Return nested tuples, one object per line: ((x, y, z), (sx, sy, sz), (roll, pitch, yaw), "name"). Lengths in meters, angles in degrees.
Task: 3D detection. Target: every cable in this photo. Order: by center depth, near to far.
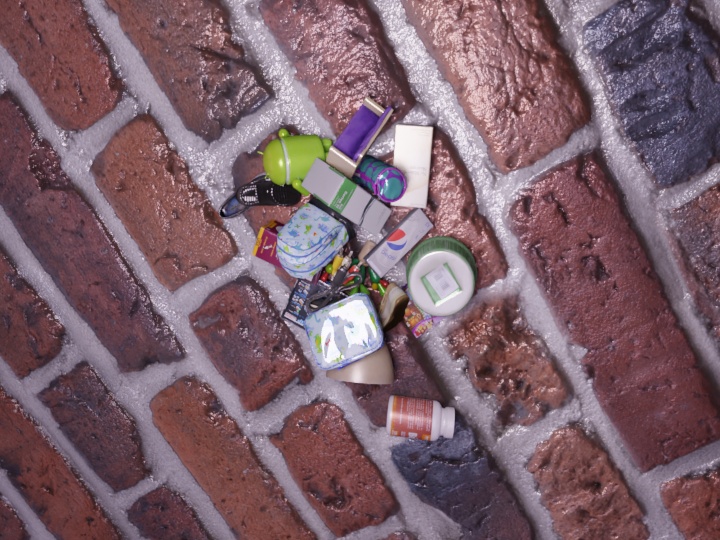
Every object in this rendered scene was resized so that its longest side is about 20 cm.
((-0.066, 0.041, 1.467), (0.096, 0.051, 0.202), (33, 112, -10), "cable")

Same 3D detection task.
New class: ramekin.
((0.213, 0.021, 1.438), (0.192, 0.098, 0.208), (2, 106, 9), "ramekin")

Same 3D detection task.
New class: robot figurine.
((-0.164, -0.288, 1.414), (0.194, 0.116, 0.181), (-12, 70, -20), "robot figurine")

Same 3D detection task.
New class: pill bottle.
((0.175, 0.435, 1.596), (0.192, 0.112, 0.116), (5, 107, 7), "pill bottle")

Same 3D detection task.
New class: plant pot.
((0.003, 0.238, 1.541), (0.193, 0.200, 0.140), (4, 84, 7), "plant pot")

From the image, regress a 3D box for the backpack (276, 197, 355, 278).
((-0.130, -0.079, 1.390), (0.161, 0.155, 0.202), (34, 76, 19), "backpack")

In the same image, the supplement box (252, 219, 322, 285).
((-0.186, -0.053, 1.511), (0.195, 0.111, 0.088), (25, 109, 0), "supplement box")

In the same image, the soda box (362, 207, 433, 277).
((0.099, -0.075, 1.452), (0.200, 0.068, 0.064), (-44, 101, -2), "soda box")

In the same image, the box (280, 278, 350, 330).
((-0.114, 0.107, 1.580), (0.195, 0.046, 0.162), (27, 108, 0), "box")

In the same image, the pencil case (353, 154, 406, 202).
((0.043, -0.234, 1.377), (0.089, 0.200, 0.088), (-10, 112, -17), "pencil case")

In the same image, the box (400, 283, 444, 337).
((0.195, 0.075, 1.529), (0.198, 0.039, 0.138), (-38, 97, 16), "box")

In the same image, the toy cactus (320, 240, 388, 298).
((0.000, 0.000, 1.510), (0.194, 0.102, 0.170), (22, 93, 0), "toy cactus")

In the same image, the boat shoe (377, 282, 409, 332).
((0.083, 0.103, 1.498), (0.067, 0.072, 0.202), (56, 150, 23), "boat shoe")

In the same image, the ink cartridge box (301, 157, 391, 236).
((-0.033, -0.183, 1.381), (0.198, 0.146, 0.084), (28, 98, -45), "ink cartridge box")

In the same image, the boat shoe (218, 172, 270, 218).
((-0.316, -0.204, 1.511), (0.195, 0.066, 0.071), (-27, 102, 15), "boat shoe")

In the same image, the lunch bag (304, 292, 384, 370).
((-0.041, 0.164, 1.431), (0.195, 0.082, 0.165), (-23, 80, 6), "lunch bag")

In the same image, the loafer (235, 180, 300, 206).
((-0.250, -0.211, 1.463), (0.070, 0.195, 0.076), (11, 103, 50), "loafer")

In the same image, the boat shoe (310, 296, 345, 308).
((-0.055, 0.107, 1.518), (0.195, 0.074, 0.065), (15, 76, 11), "boat shoe")

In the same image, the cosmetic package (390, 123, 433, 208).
((0.134, -0.274, 1.422), (0.100, 0.073, 0.208), (4, 106, 7), "cosmetic package")

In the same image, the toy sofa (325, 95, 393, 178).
((-0.001, -0.340, 1.355), (0.081, 0.098, 0.203), (32, 64, -2), "toy sofa")
